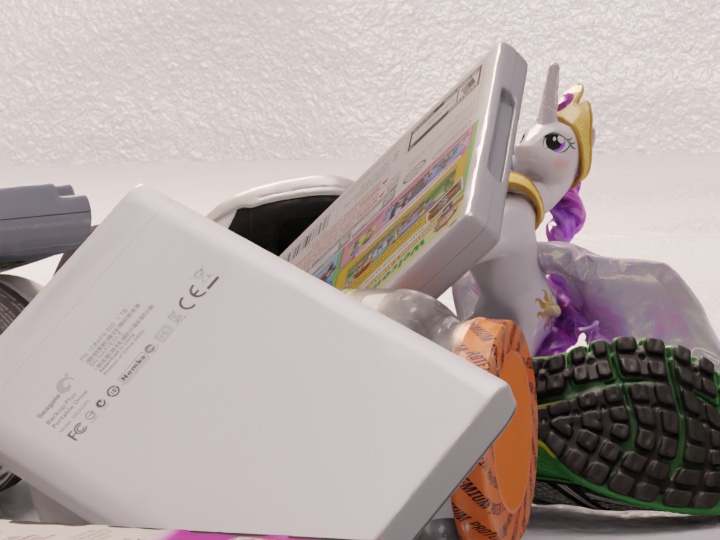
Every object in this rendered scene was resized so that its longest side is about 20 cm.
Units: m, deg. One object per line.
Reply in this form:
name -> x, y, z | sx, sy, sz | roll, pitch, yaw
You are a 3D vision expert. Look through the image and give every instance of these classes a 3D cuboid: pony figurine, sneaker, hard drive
pony figurine -> 0.084, 0.013, 1.538 | 0.166, 0.194, 0.200 | -1, 25, 37
sneaker -> 0.092, 0.073, 1.374 | 0.199, 0.078, 0.085 | 11, -22, 7
sneaker -> -0.076, 0.034, 1.577 | 0.199, 0.112, 0.073 | -23, -38, 18
hard drive -> -0.055, 0.055, 1.183 | 0.199, 0.027, 0.132 | 28, 67, 32

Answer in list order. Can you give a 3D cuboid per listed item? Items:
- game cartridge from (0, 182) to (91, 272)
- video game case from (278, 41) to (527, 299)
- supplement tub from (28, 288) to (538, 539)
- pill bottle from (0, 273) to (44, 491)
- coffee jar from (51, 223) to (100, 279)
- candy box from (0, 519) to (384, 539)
game cartridge -> -0.236, -0.010, 1.499 | 0.133, 0.041, 0.200 | -3, -6, -31
video game case -> 0.000, 0.000, 1.394 | 0.200, 0.022, 0.182 | -43, 15, 26
supplement tub -> -0.031, 0.069, 1.261 | 0.199, 0.123, 0.122 | -1, 7, 18
pill bottle -> -0.206, 0.061, 1.425 | 0.112, 0.114, 0.200 | -1, 8, 15
coffee jar -> -0.082, 0.025, 1.715 | 0.199, 0.086, 0.104 | 3, -30, 39
candy box -> -0.105, 0.131, 1.031 | 0.199, 0.061, 0.136 | 2, 8, 25
